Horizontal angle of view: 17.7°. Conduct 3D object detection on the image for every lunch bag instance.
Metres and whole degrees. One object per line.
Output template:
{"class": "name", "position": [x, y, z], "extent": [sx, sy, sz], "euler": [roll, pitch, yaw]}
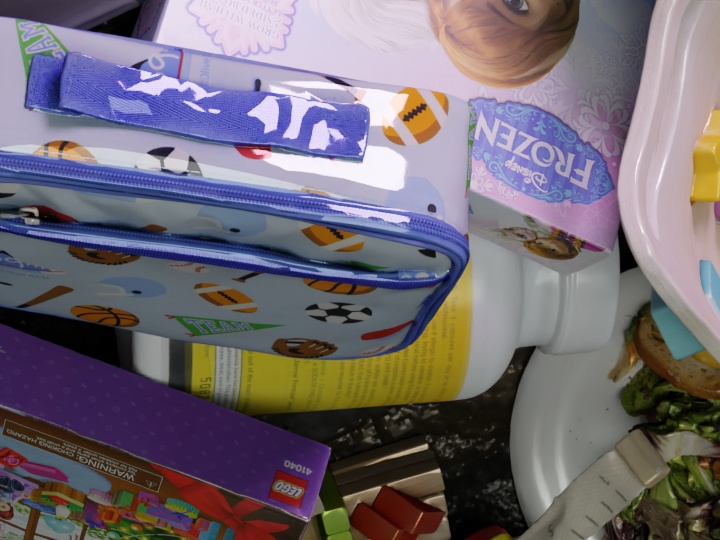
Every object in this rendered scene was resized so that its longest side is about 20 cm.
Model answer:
{"class": "lunch bag", "position": [-0.063, -0.026, 0.800], "extent": [0.198, 0.160, 0.076], "euler": [7, 74, -8]}

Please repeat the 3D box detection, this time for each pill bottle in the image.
{"class": "pill bottle", "position": [0.000, 0.000, 0.946], "extent": [0.198, 0.112, 0.113], "euler": [-3, 109, -10]}

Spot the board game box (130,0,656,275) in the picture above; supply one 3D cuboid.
{"class": "board game box", "position": [0.029, -0.128, 0.895], "extent": [0.199, 0.041, 0.201], "euler": [22, 70, -18]}

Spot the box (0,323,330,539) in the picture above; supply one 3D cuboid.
{"class": "box", "position": [-0.123, 0.087, 0.926], "extent": [0.199, 0.039, 0.137], "euler": [20, 141, -2]}

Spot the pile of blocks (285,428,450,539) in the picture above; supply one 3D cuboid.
{"class": "pile of blocks", "position": [-0.049, 0.110, 1.000], "extent": [0.198, 0.062, 0.083], "euler": [9, 106, -14]}

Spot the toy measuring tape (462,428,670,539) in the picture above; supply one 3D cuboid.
{"class": "toy measuring tape", "position": [0.084, 0.127, 1.009], "extent": [0.073, 0.074, 0.200], "euler": [24, 131, -18]}

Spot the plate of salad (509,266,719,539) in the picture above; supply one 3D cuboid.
{"class": "plate of salad", "position": [0.157, 0.092, 1.004], "extent": [0.198, 0.048, 0.202], "euler": [7, 112, 18]}

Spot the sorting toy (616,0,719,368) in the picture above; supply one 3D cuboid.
{"class": "sorting toy", "position": [0.150, -0.042, 0.882], "extent": [0.180, 0.106, 0.202], "euler": [25, 77, -58]}

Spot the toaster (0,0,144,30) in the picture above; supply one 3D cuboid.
{"class": "toaster", "position": [-0.157, -0.143, 0.832], "extent": [0.128, 0.201, 0.114], "euler": [-28, 152, 6]}
